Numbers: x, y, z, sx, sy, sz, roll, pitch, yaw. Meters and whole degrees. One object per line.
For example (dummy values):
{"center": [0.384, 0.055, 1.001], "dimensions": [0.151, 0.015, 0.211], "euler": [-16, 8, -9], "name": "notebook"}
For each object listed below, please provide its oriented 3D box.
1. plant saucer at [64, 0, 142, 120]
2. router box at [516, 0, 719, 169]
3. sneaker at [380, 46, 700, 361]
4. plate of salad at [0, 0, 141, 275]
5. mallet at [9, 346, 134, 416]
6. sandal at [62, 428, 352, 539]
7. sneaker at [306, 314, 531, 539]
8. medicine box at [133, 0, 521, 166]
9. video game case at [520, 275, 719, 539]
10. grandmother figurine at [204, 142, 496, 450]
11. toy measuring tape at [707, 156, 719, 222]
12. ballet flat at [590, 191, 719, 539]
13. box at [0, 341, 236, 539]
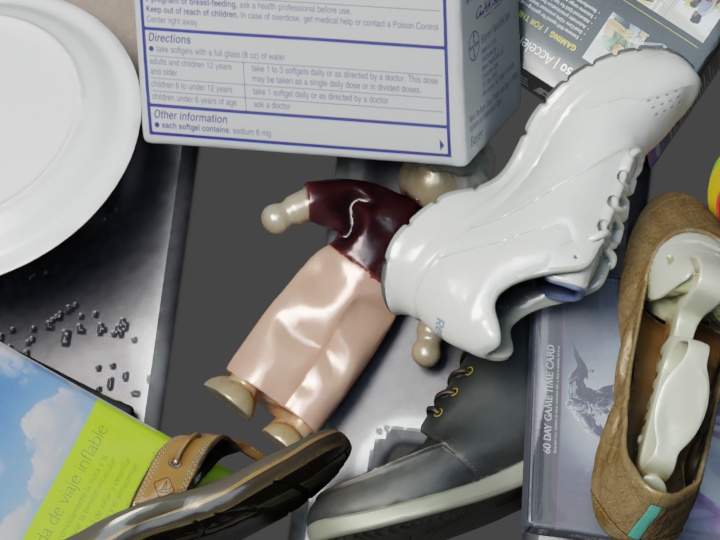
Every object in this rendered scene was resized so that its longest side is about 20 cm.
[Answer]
{"center": [-0.193, -0.139, 1.576], "dimensions": [0.199, 0.034, 0.201], "euler": [-1, 79, 6], "name": "plant saucer"}
{"center": [0.115, -0.173, 1.540], "dimensions": [0.200, 0.051, 0.149], "euler": [34, 85, 12], "name": "router box"}
{"center": [0.105, -0.030, 1.442], "dimensions": [0.200, 0.075, 0.087], "euler": [-45, 58, -7], "name": "sneaker"}
{"center": [-0.212, -0.067, 1.513], "dimensions": [0.199, 0.048, 0.201], "euler": [-6, 53, 8], "name": "plate of salad"}
{"center": [-0.215, 0.035, 1.525], "dimensions": [0.199, 0.066, 0.041], "euler": [24, 80, 10], "name": "mallet"}
{"center": [-0.098, 0.116, 1.443], "dimensions": [0.199, 0.082, 0.055], "euler": [-21, 73, -11], "name": "sandal"}
{"center": [0.054, 0.075, 1.490], "dimensions": [0.199, 0.075, 0.107], "euler": [-19, 73, -8], "name": "sneaker"}
{"center": [-0.018, -0.167, 1.467], "dimensions": [0.181, 0.103, 0.201], "euler": [6, 112, 20], "name": "medicine box"}
{"center": [0.182, 0.078, 1.454], "dimensions": [0.199, 0.019, 0.143], "euler": [9, 65, -10], "name": "video game case"}
{"center": [0.000, 0.000, 1.517], "dimensions": [0.121, 0.061, 0.200], "euler": [41, 81, -15], "name": "grandmother figurine"}
{"center": [0.203, -0.074, 1.489], "dimensions": [0.073, 0.074, 0.201], "euler": [-22, 94, 1], "name": "toy measuring tape"}
{"center": [0.158, 0.040, 1.415], "dimensions": [0.068, 0.072, 0.201], "euler": [20, 64, -6], "name": "ballet flat"}
{"center": [-0.172, 0.114, 1.470], "dimensions": [0.200, 0.048, 0.122], "euler": [31, 79, -16], "name": "box"}
